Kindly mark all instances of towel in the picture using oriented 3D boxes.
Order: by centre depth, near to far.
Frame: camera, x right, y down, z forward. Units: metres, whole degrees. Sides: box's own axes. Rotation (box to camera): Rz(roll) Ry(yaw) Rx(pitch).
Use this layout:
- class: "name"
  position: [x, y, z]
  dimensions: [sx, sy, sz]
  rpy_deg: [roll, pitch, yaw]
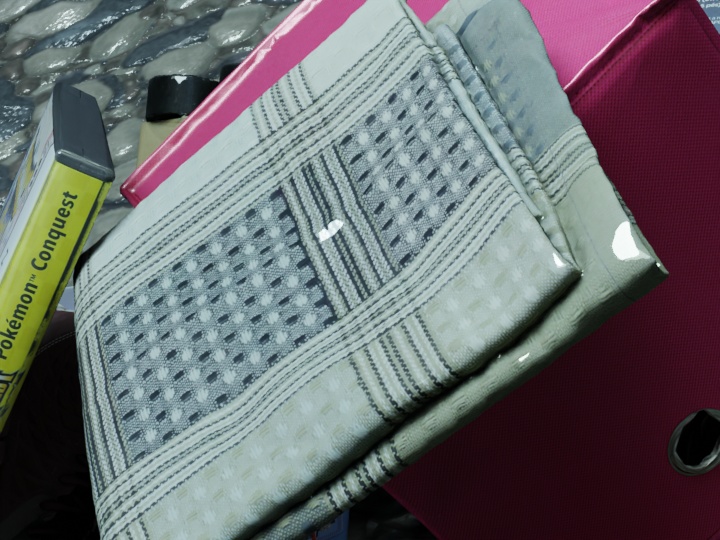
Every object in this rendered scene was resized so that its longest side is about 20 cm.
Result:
- class: "towel"
  position: [-0.014, -0.004, 0.533]
  dimensions: [0.200, 0.035, 0.193]
  rpy_deg: [-36, 34, 12]

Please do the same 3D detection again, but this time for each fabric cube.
- class: "fabric cube"
  position: [0.060, -0.007, 0.667]
  dimensions: [0.196, 0.199, 0.200]
  rpy_deg: [-44, 33, 0]

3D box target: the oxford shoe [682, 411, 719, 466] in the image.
- class: "oxford shoe"
  position: [0.180, 0.071, 0.727]
  dimensions: [0.073, 0.084, 0.200]
  rpy_deg: [-7, 42, 22]

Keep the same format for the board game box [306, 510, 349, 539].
- class: "board game box"
  position: [-0.058, 0.121, 0.707]
  dimensions: [0.037, 0.200, 0.151]
  rpy_deg: [-13, 35, -26]

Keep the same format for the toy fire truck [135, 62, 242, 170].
- class: "toy fire truck"
  position: [-0.006, -0.066, 0.948]
  dimensions: [0.176, 0.200, 0.129]
  rpy_deg: [-2, 80, 46]

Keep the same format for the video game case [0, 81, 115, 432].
- class: "video game case"
  position: [-0.154, 0.018, 0.702]
  dimensions: [0.181, 0.025, 0.200]
  rpy_deg: [-65, 16, 8]

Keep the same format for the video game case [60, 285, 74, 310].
- class: "video game case"
  position: [-0.119, 0.046, 0.909]
  dimensions: [0.200, 0.019, 0.143]
  rpy_deg: [-9, 33, 9]

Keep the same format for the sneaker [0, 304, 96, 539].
- class: "sneaker"
  position: [-0.132, 0.103, 0.794]
  dimensions: [0.115, 0.076, 0.200]
  rpy_deg: [1, 63, 10]

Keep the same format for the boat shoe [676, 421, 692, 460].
- class: "boat shoe"
  position: [0.123, 0.061, 0.775]
  dimensions: [0.075, 0.068, 0.200]
  rpy_deg: [-13, 42, 13]

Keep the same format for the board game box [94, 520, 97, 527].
- class: "board game box"
  position: [-0.212, 0.139, 0.885]
  dimensions: [0.126, 0.035, 0.200]
  rpy_deg: [12, 53, 34]

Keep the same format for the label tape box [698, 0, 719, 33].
- class: "label tape box"
  position: [0.177, -0.116, 0.941]
  dimensions: [0.143, 0.066, 0.200]
  rpy_deg: [-1, 43, 25]
